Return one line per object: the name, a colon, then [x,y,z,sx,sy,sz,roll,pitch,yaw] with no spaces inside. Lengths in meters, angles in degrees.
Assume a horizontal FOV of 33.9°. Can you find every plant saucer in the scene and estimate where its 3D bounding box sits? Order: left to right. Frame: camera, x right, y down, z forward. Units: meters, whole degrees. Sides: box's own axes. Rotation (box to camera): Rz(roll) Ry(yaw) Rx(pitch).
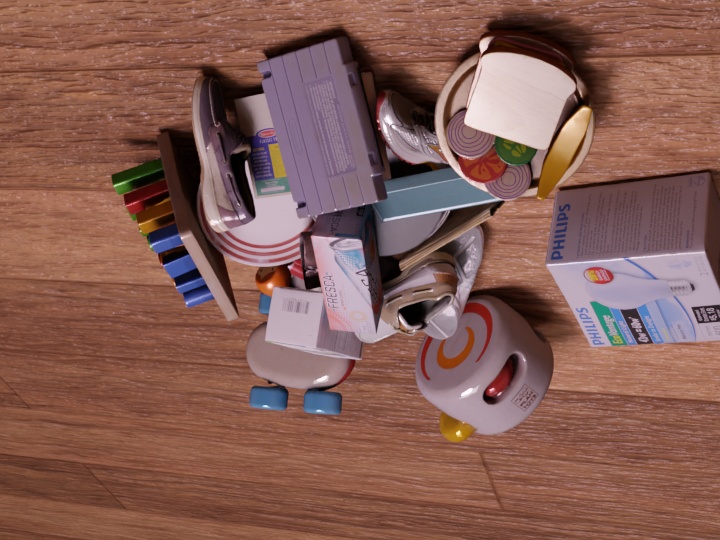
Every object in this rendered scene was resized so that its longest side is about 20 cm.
plant saucer: [0.103,-0.097,1.464,0.200,0.019,0.070,-9,143,19]

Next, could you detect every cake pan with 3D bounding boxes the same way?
cake pan: [0.023,-0.099,1.531,0.200,0.037,0.200,2,124,3]

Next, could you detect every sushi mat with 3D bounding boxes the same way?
sushi mat: [0.131,-0.064,1.558,0.012,0.096,0.200,48,140,-8]

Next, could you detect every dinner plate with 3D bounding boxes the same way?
dinner plate: [-0.122,-0.098,1.596,0.200,0.024,0.200,-8,120,-14]

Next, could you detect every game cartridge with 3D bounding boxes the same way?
game cartridge: [-0.044,-0.170,1.427,0.130,0.038,0.200,-10,98,30]

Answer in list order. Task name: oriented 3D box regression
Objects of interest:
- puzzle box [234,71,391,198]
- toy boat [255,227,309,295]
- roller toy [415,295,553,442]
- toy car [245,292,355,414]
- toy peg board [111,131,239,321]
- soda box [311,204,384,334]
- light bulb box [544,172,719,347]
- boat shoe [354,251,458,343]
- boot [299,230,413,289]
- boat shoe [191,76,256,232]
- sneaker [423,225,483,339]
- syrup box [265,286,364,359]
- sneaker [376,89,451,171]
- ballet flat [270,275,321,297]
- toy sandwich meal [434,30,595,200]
puzzle box: [-0.062,-0.166,1.475,0.200,0.025,0.133,-5,101,33]
toy boat: [-0.116,-0.023,1.688,0.200,0.131,0.131,25,147,-13]
roller toy: [0.187,0.145,1.755,0.182,0.200,0.140,-25,130,38]
toy car: [-0.073,0.138,1.922,0.177,0.185,0.200,2,174,19]
toy peg board: [-0.261,-0.046,1.637,0.098,0.199,0.200,-20,141,1]
soda box: [-0.014,-0.001,1.539,0.068,0.064,0.200,5,142,12]
light bulb box: [0.365,-0.008,1.508,0.200,0.125,0.198,-6,141,29]
boat shoe: [0.059,0.053,1.641,0.075,0.068,0.200,15,139,-32]
boot: [0.000,0.000,1.672,0.166,0.072,0.200,-15,132,-9]
boat shoe: [-0.169,-0.150,1.495,0.065,0.200,0.072,-9,172,15]
sneaker: [0.131,0.001,1.682,0.070,0.080,0.200,21,129,8]
syrup box: [-0.058,0.078,1.693,0.079,0.082,0.200,7,174,19]
sneaker: [0.100,-0.167,1.446,0.200,0.078,0.082,28,140,-31]
ballet flat: [-0.055,0.025,1.792,0.200,0.046,0.067,1,109,19]
toy sandwich meal: [0.176,-0.168,1.346,0.205,0.070,0.205,5,117,11]
